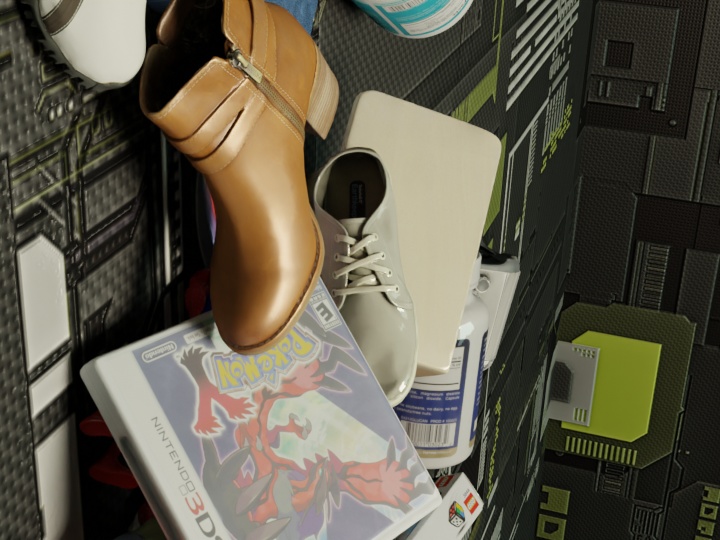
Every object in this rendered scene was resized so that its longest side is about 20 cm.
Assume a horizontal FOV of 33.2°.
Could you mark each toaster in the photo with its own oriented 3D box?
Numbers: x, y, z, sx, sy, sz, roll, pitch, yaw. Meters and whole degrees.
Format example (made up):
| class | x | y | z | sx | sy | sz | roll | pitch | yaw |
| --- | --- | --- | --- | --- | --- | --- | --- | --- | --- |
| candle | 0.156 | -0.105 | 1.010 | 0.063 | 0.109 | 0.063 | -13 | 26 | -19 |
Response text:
| class | x | y | z | sx | sy | sz | roll | pitch | yaw |
| --- | --- | --- | --- | --- | --- | --- | --- | --- | --- |
| toaster | 0.085 | 0.026 | 1.291 | 0.200 | 0.113 | 0.130 | -144 | -117 | -67 |

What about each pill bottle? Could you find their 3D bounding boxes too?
| class | x | y | z | sx | sy | sz | roll | pitch | yaw |
| --- | --- | --- | --- | --- | --- | --- | --- | --- | --- |
| pill bottle | 0.064 | 0.077 | 1.155 | 0.111 | 0.110 | 0.201 | -38 | 136 | -67 |
| pill bottle | 0.037 | -0.259 | 1.006 | 0.200 | 0.110 | 0.111 | 8 | 92 | -75 |

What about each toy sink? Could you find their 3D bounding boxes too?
| class | x | y | z | sx | sy | sz | roll | pitch | yaw |
| --- | --- | --- | --- | --- | --- | --- | --- | --- | --- |
| toy sink | 0.017 | -0.025 | 0.991 | 0.112 | 0.130 | 0.201 | 161 | -55 | -70 |

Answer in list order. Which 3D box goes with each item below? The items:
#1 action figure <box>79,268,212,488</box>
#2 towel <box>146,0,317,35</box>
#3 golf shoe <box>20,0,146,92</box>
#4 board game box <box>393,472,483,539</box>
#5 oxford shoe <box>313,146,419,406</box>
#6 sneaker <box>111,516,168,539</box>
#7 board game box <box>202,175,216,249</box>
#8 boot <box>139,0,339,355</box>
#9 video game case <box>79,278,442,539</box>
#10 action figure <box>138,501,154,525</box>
| class | x | y | z | sx | sy | sz | roll | pitch | yaw |
| --- | --- | --- | --- | --- | --- | --- | --- | --- | --- |
| action figure | -0.114 | 0.057 | 0.797 | 0.200 | 0.051 | 0.066 | -63 | 152 | -51 |
| towel | -0.077 | -0.189 | 0.744 | 0.200 | 0.048 | 0.112 | 25 | 72 | -72 |
| golf shoe | -0.113 | -0.172 | 0.575 | 0.078 | 0.094 | 0.201 | -63 | 159 | -48 |
| board game box | -0.013 | 0.219 | 0.825 | 0.035 | 0.126 | 0.200 | 57 | 45 | -11 |
| oxford shoe | 0.000 | 0.000 | 0.873 | 0.058 | 0.075 | 0.201 | 72 | 13 | -74 |
| sneaker | -0.144 | 0.217 | 0.771 | 0.089 | 0.067 | 0.201 | -14 | 146 | -29 |
| board game box | -0.056 | -0.058 | 0.862 | 0.200 | 0.039 | 0.159 | 21 | 66 | -73 |
| boot | -0.072 | -0.060 | 0.692 | 0.155 | 0.076 | 0.201 | 33 | 73 | -65 |
| video game case | -0.053 | 0.106 | 0.752 | 0.200 | 0.023 | 0.183 | -23 | 82 | -49 |
| action figure | -0.083 | 0.122 | 0.859 | 0.200 | 0.065 | 0.052 | -41 | 113 | -40 |
